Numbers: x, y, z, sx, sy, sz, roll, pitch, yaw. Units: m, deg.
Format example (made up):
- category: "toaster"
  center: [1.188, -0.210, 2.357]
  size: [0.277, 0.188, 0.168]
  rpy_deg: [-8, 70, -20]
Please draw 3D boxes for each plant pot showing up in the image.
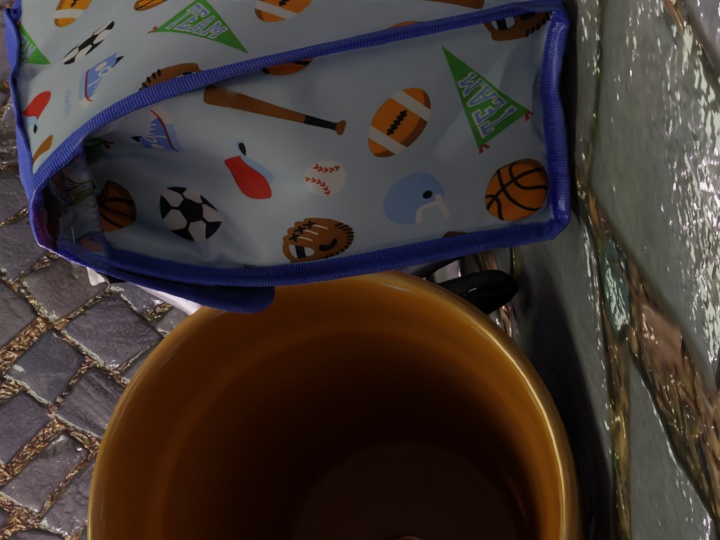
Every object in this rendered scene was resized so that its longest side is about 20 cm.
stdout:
- category: "plant pot"
  center: [0.005, 0.117, 0.815]
  size: [0.183, 0.198, 0.202]
  rpy_deg: [49, -153, -71]

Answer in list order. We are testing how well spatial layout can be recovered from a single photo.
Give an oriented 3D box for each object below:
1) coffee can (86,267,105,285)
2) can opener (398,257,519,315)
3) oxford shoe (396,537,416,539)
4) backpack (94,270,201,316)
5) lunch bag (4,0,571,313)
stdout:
- category: "coffee can"
  center: [-0.102, -0.079, 1.293]
  size: [0.146, 0.198, 0.148]
  rpy_deg: [169, 90, -83]
- category: "can opener"
  center: [0.028, 0.007, 0.889]
  size: [0.200, 0.078, 0.064]
  rpy_deg: [135, 119, -69]
- category: "oxford shoe"
  center: [0.046, 0.155, 0.928]
  size: [0.071, 0.072, 0.202]
  rpy_deg: [95, 163, -65]
- category: "backpack"
  center: [-0.042, -0.087, 0.901]
  size: [0.201, 0.152, 0.176]
  rpy_deg: [-59, 17, 18]
- category: "lunch bag"
  center: [-0.035, -0.075, 0.719]
  size: [0.170, 0.198, 0.125]
  rpy_deg: [-111, 13, -55]
